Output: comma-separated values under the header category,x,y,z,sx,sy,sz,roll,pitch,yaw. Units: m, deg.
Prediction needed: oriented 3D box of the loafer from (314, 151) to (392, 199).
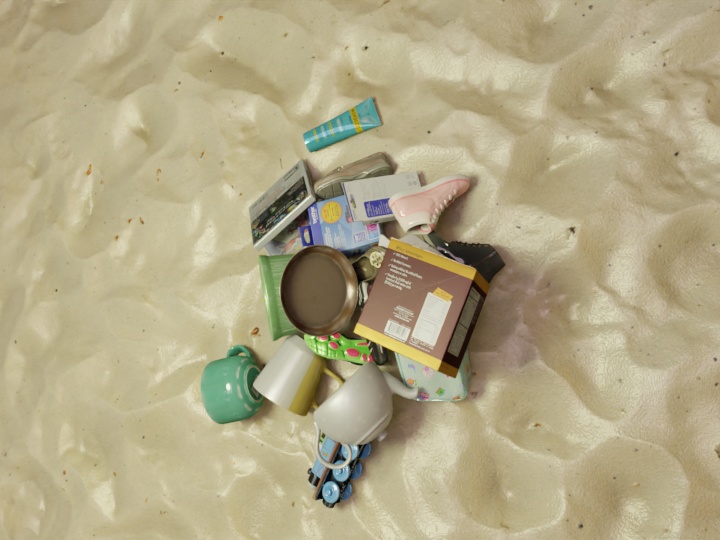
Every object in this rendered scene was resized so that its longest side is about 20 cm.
category,x,y,z,sx,sy,sz,roll,pitch,yaw
loafer,-0.022,-0.230,1.616,0.195,0.072,0.064,-18,58,-4

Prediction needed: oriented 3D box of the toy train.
category,x,y,z,sx,sy,sz,roll,pitch,yaw
toy train,-0.055,0.442,1.550,0.113,0.086,0.204,27,95,32

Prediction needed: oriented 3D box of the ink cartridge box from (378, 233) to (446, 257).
category,x,y,z,sx,sy,sz,roll,pitch,yaw
ink cartridge box,0.127,0.000,1.499,0.199,0.066,0.118,38,138,30

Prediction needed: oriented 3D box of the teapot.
category,x,y,z,sx,sy,sz,roll,pitch,yaw
teapot,0.000,0.310,1.451,0.147,0.196,0.200,48,136,5

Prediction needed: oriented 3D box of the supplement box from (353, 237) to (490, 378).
category,x,y,z,sx,sy,sz,roll,pitch,yaw
supplement box,0.124,0.075,1.330,0.194,0.132,0.204,21,85,27

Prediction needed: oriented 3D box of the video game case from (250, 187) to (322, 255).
category,x,y,z,sx,sy,sz,roll,pitch,yaw
video game case,-0.163,-0.108,1.697,0.200,0.023,0.183,-44,69,12

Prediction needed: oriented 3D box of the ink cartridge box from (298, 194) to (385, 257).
category,x,y,z,sx,sy,sz,roll,pitch,yaw
ink cartridge box,-0.046,-0.101,1.599,0.195,0.076,0.140,-16,75,11

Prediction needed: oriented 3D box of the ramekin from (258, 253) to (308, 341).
category,x,y,z,sx,sy,sz,roll,pitch,yaw
ramekin,-0.180,0.058,1.588,0.095,0.200,0.206,-10,77,-11

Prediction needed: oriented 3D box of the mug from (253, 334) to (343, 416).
category,x,y,z,sx,sy,sz,roll,pitch,yaw
mug,-0.144,0.248,1.601,0.148,0.185,0.156,22,81,55

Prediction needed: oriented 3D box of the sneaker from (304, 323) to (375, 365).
category,x,y,z,sx,sy,sz,roll,pitch,yaw
sneaker,-0.040,0.183,1.553,0.195,0.084,0.078,19,68,2

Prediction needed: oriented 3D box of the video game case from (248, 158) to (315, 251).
category,x,y,z,sx,sy,sz,roll,pitch,yaw
video game case,-0.199,-0.165,1.666,0.199,0.023,0.184,-39,36,16

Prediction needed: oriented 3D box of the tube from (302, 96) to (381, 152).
category,x,y,z,sx,sy,sz,roll,pitch,yaw
tube,-0.048,-0.358,1.672,0.196,0.050,0.079,-22,82,13

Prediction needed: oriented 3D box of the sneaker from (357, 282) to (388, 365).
category,x,y,z,sx,sy,sz,roll,pitch,yaw
sneaker,0.066,0.112,1.517,0.112,0.076,0.204,-5,61,-15

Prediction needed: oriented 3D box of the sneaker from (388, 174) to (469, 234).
category,x,y,z,sx,sy,sz,roll,pitch,yaw
sneaker,0.169,-0.140,1.502,0.195,0.076,0.107,-18,67,-12

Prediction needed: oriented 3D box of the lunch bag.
category,x,y,z,sx,sy,sz,roll,pitch,yaw
lunch bag,0.152,0.183,1.457,0.156,0.077,0.205,-5,111,25

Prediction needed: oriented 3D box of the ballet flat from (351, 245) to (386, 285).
category,x,y,z,sx,sy,sz,roll,pitch,yaw
ballet flat,0.000,0.000,1.553,0.198,0.046,0.069,-28,86,48

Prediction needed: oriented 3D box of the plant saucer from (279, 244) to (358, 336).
category,x,y,z,sx,sy,sz,roll,pitch,yaw
plant saucer,-0.096,0.046,1.507,0.032,0.196,0.206,-4,79,60

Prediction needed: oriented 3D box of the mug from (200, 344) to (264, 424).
category,x,y,z,sx,sy,sz,roll,pitch,yaw
mug,-0.304,0.271,1.636,0.112,0.151,0.190,-14,78,21

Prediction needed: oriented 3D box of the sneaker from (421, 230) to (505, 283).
category,x,y,z,sx,sy,sz,roll,pitch,yaw
sneaker,0.229,-0.044,1.506,0.106,0.075,0.201,-42,71,1

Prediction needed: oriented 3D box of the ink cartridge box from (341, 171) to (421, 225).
category,x,y,z,sx,sy,sz,roll,pitch,yaw
ink cartridge box,0.052,-0.165,1.543,0.195,0.039,0.102,-10,77,-22
